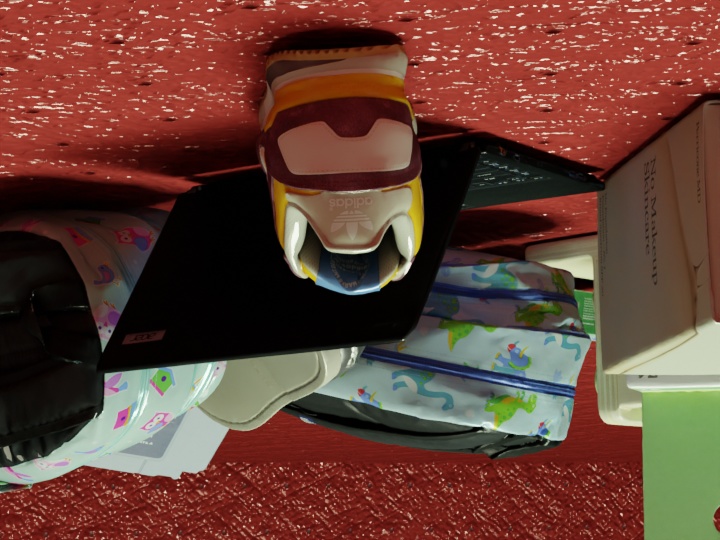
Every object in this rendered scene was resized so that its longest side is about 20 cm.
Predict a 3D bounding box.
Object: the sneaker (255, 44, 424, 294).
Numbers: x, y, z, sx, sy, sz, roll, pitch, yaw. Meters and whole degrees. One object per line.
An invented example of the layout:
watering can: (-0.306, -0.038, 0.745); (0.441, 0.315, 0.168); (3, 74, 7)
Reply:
sneaker: (-0.009, -0.031, 0.965); (0.075, 0.090, 0.200); (-2, 171, 4)

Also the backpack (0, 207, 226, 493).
backpack: (-0.168, 0.033, 1.220); (0.200, 0.167, 0.126); (-15, -176, 45)

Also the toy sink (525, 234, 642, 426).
toy sink: (0.211, 0.035, 1.369); (0.200, 0.113, 0.130); (-8, 169, 39)

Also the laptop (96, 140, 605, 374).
laptop: (0.000, 0.000, 1.129); (0.177, 0.104, 0.200); (-7, 170, 32)

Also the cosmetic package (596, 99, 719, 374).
cosmetic package: (0.170, -0.011, 1.098); (0.073, 0.104, 0.200); (0, 170, -7)

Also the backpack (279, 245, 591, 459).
backpack: (0.033, 0.044, 1.335); (0.200, 0.154, 0.163); (27, -178, 36)

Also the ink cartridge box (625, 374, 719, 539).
ink cartridge box: (0.215, 0.061, 1.236); (0.145, 0.201, 0.048); (-2, 172, 17)

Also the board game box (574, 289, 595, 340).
board game box: (0.108, 0.026, 1.503); (0.134, 0.029, 0.200); (4, 178, 40)

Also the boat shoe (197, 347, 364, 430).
boat shoe: (-0.046, 0.037, 1.241); (0.063, 0.073, 0.200); (-36, -172, -27)

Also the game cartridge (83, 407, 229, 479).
game cartridge: (-0.175, 0.070, 1.402); (0.199, 0.041, 0.133); (11, 148, -16)
